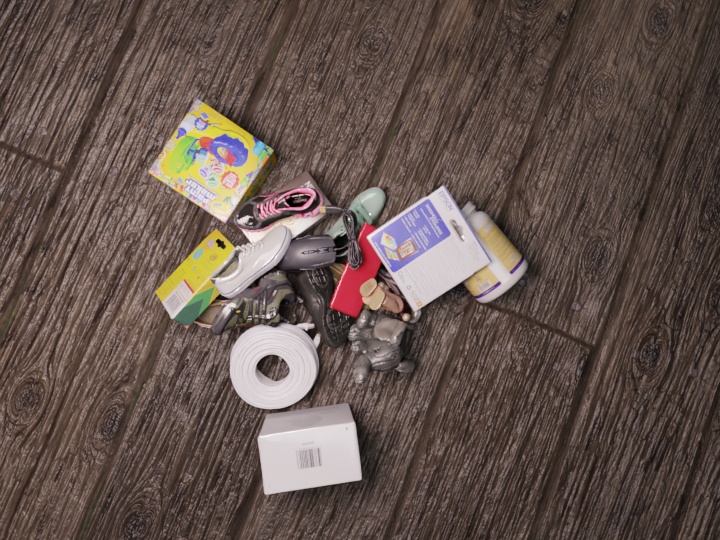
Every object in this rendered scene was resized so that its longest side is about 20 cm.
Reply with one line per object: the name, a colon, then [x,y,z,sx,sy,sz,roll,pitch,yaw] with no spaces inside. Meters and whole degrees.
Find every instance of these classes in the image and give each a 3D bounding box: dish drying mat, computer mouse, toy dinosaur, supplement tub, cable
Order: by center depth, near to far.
computer mouse: [-0.097,-0.068,1.231,0.198,0.046,0.142,-2,91,12]
dish drying mat: [0.000,0.000,1.269,0.076,0.018,0.202,23,90,-21]
cable: [-0.192,0.214,1.281,0.198,0.069,0.202,4,106,-7]
supplement tub: [0.267,-0.043,1.314,0.145,0.145,0.200,-40,91,-5]
toy dinosaur: [-0.193,0.100,1.321,0.088,0.047,0.201,-26,90,10]

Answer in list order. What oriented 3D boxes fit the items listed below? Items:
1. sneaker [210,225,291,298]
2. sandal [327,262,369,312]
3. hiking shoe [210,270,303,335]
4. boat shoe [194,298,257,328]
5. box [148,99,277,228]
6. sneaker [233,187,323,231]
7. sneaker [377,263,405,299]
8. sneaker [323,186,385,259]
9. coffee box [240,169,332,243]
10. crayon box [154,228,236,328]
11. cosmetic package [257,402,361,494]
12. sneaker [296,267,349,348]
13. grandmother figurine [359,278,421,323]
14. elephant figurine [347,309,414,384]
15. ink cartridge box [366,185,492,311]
sneaker: [-0.229,-0.027,1.208,0.200,0.071,0.073,-46,50,-8]
sandal: [-0.049,0.017,1.330,0.199,0.054,0.081,37,129,8]
hiking shoe: [-0.219,0.087,1.217,0.199,0.076,0.101,-37,85,-17]
boat shoe: [-0.285,0.099,1.280,0.198,0.072,0.076,-6,100,8]
box: [-0.323,-0.232,1.288,0.199,0.122,0.194,32,86,-2]
sneaker: [-0.178,-0.138,1.228,0.198,0.095,0.080,-17,90,-4]
sneaker: [0.082,0.006,1.326,0.199,0.086,0.081,31,87,-3]
sneaker: [-0.004,-0.104,1.302,0.201,0.118,0.074,-46,109,-2]
coffee box: [-0.171,-0.125,1.315,0.199,0.080,0.115,-37,91,-5]
crayon box: [-0.352,0.014,1.272,0.200,0.127,0.051,-47,133,-4]
cosmetic package: [-0.108,0.376,1.237,0.197,0.200,0.124,-7,90,-4]
sneaker: [-0.088,0.081,1.305,0.075,0.091,0.202,-14,83,-37]
grandmother figurine: [0.075,0.074,1.282,0.060,0.200,0.122,-37,55,18]
elephant figurine: [0.055,0.175,1.251,0.141,0.200,0.156,38,91,-22]
ink cartridge box: [0.147,-0.047,1.241,0.199,0.047,0.198,-33,97,4]
